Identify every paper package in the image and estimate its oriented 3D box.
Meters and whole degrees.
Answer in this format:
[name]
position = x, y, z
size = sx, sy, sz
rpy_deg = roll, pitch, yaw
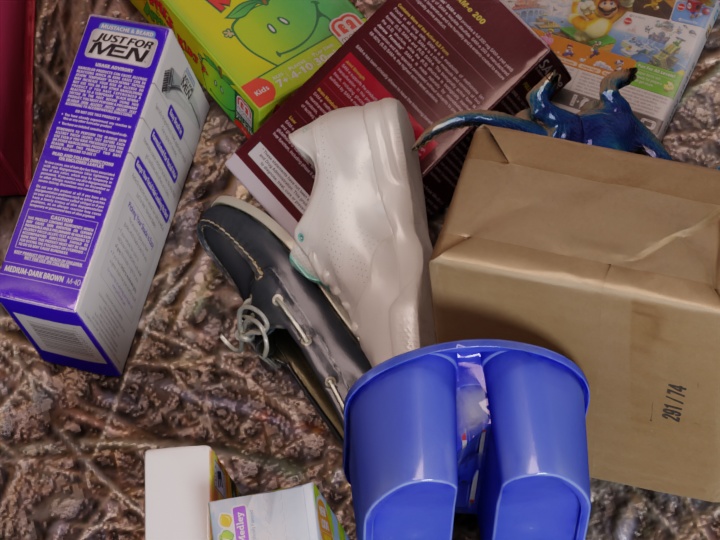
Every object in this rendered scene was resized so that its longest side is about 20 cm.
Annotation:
[paper package]
position = 0.143, 0.029, 1.590
size = 0.189, 0.201, 0.104
rpy_deg = 11, 54, 15

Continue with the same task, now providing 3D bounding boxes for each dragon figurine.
[dragon figurine]
position = 0.138, -0.066, 1.668
size = 0.199, 0.059, 0.100
rpy_deg = -5, 63, -30

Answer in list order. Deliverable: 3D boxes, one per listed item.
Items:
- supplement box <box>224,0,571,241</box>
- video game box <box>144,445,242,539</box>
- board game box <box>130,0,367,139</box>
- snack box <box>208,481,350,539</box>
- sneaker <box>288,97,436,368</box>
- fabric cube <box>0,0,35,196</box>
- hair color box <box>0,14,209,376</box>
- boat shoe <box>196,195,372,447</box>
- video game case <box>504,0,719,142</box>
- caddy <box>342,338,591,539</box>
[supplement box]
position = 0.024, -0.095, 1.733
size = 0.200, 0.061, 0.109
rpy_deg = -44, 65, 4
[video game box]
position = -0.083, 0.225, 1.566
size = 0.046, 0.182, 0.201
rpy_deg = -5, 66, 6
[board game box]
position = -0.084, -0.182, 1.806
size = 0.101, 0.048, 0.200
rpy_deg = -31, 64, -20
[snack box]
position = -0.025, 0.233, 1.541
size = 0.067, 0.200, 0.170
rpy_deg = -11, 64, 6
[sneaker]
position = 0.000, 0.000, 1.656
size = 0.088, 0.075, 0.201
rpy_deg = -11, 73, 12
[fabric cube]
position = -0.332, -0.166, 1.780
size = 0.198, 0.196, 0.201
rpy_deg = -6, 65, 9
[hair color box]
position = -0.163, -0.048, 1.742
size = 0.064, 0.109, 0.201
rpy_deg = 12, 69, 16
[boat shoe]
position = -0.043, 0.037, 1.703
size = 0.062, 0.075, 0.200
rpy_deg = -36, 73, -18
[video game case]
position = 0.141, -0.135, 1.770
size = 0.142, 0.018, 0.201
rpy_deg = 19, 72, 19
[caddy]
position = 0.061, 0.109, 1.564
size = 0.140, 0.200, 0.106
rpy_deg = -3, 59, -4
